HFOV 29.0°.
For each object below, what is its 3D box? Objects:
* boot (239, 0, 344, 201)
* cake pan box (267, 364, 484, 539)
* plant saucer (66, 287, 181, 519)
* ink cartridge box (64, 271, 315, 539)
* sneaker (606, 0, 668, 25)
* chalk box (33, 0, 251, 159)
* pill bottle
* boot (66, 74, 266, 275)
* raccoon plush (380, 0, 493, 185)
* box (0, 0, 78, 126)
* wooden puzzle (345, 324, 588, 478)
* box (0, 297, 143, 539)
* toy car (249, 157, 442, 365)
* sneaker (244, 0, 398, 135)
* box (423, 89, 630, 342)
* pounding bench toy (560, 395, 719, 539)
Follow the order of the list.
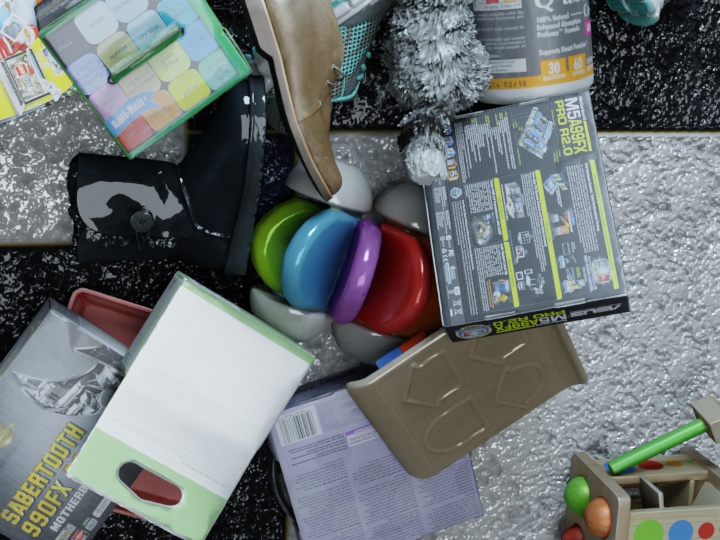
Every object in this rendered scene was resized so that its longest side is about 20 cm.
[{"bbox_3d":[-0.040,-0.158,1.196,0.075,0.074,0.200,-19,105,-8],"label":"boot"},{"bbox_3d":[0.009,0.189,1.382,0.200,0.052,0.184,-19,106,-9],"label":"cake pan box"},{"bbox_3d":[-0.208,0.131,1.319,0.199,0.037,0.200,19,98,-18],"label":"plant saucer"},{"bbox_3d":[-0.152,0.123,1.236,0.145,0.048,0.200,33,87,-19],"label":"ink cartridge box"},{"bbox_3d":[0.247,-0.333,1.294,0.091,0.078,0.200,-37,115,-19],"label":"sneaker"},{"bbox_3d":[-0.175,-0.180,1.114,0.124,0.200,0.124,-34,114,-1],"label":"chalk box"},{"bbox_3d":[0.148,-0.258,1.263,0.116,0.116,0.200,-11,107,-11],"label":"pill bottle"},{"bbox_3d":[-0.172,-0.086,1.225,0.168,0.076,0.200,6,123,-10],"label":"boot"},{"bbox_3d":[0.068,-0.188,1.167,0.097,0.200,0.134,-9,139,-1],"label":"raccoon plush"},{"bbox_3d":[-0.290,-0.243,1.198,0.136,0.038,0.200,-24,109,-7],"label":"box"},{"bbox_3d":[0.099,0.097,1.298,0.200,0.046,0.185,-30,139,2],"label":"wooden puzzle"},{"bbox_3d":[-0.273,0.149,1.263,0.158,0.048,0.200,36,93,-20],"label":"box"},{"bbox_3d":[0.000,0.000,1.275,0.200,0.150,0.175,17,100,-18],"label":"toy car"},{"bbox_3d":[-0.022,-0.200,1.266,0.200,0.078,0.091,-37,118,6],"label":"sneaker"},{"bbox_3d":[0.140,-0.048,1.218,0.160,0.044,0.200,-11,67,9],"label":"box"},{"bbox_3d":[0.293,0.228,1.423,0.156,0.124,0.200,0,104,-14],"label":"pounding bench toy"}]
